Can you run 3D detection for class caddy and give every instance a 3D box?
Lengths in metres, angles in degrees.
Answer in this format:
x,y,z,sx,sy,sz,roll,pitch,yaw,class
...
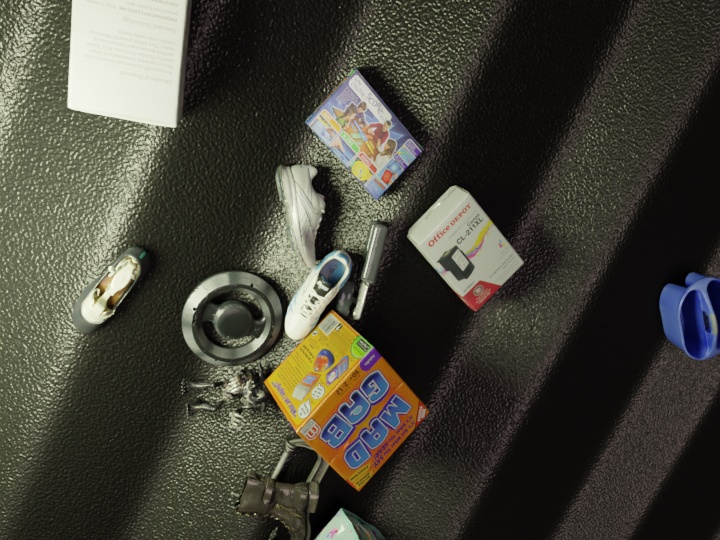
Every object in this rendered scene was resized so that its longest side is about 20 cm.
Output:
x,y,z,sx,sy,sz,roll,pitch,yaw,class
0.779,0.104,1.439,0.138,0.105,0.204,-24,111,-4,caddy

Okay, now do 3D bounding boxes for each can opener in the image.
x,y,z,sx,sy,sz,roll,pitch,yaw,class
0.000,0.000,1.248,0.065,0.053,0.206,10,103,-17,can opener

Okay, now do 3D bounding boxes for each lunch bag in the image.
x,y,z,sx,sy,sz,roll,pitch,yaw,class
-0.027,0.650,1.400,0.170,0.122,0.200,-44,136,-1,lunch bag

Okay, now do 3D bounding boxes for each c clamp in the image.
x,y,z,sx,sy,sz,roll,pitch,yaw,class
-0.159,0.441,1.356,0.168,0.027,0.203,31,98,-20,c clamp

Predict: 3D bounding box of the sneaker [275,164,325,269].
x,y,z,sx,sy,sz,roll,pitch,yaw,class
-0.102,-0.102,1.185,0.085,0.074,0.206,-13,110,-14,sneaker

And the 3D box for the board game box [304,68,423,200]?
x,y,z,sx,sy,sz,roll,pitch,yaw,class
0.009,-0.254,1.183,0.135,0.034,0.200,-44,111,1,board game box

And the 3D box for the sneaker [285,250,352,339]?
x,y,z,sx,sy,sz,roll,pitch,yaw,class
-0.087,0.046,1.225,0.071,0.072,0.202,34,93,3,sneaker

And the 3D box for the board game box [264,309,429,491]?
x,y,z,sx,sy,sz,roll,pitch,yaw,class
-0.030,0.243,1.208,0.200,0.199,0.201,-44,120,-7,board game box

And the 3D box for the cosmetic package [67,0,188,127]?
x,y,z,sx,sy,sz,roll,pitch,yaw,class
-0.359,-0.351,0.995,0.161,0.168,0.206,6,106,-15,cosmetic package

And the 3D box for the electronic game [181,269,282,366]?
x,y,z,sx,sy,sz,roll,pitch,yaw,class
-0.248,0.095,1.222,0.194,0.042,0.206,-8,115,-16,electronic game

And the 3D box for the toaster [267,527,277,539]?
x,y,z,sx,sy,sz,roll,pitch,yaw,class
-0.201,0.710,1.348,0.200,0.181,0.118,-45,114,4,toaster

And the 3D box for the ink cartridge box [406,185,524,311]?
x,y,z,sx,sy,sz,roll,pitch,yaw,class
0.211,-0.045,1.270,0.146,0.083,0.200,-44,112,3,ink cartridge box

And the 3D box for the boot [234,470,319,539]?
x,y,z,sx,sy,sz,roll,pitch,yaw,class
-0.184,0.510,1.337,0.169,0.070,0.205,8,113,-13,boot

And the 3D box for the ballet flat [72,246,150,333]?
x,y,z,sx,sy,sz,roll,pitch,yaw,class
-0.460,0.040,1.141,0.073,0.073,0.200,41,94,-21,ballet flat

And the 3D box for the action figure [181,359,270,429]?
x,y,z,sx,sy,sz,roll,pitch,yaw,class
-0.249,0.249,1.238,0.193,0.102,0.123,-5,106,-8,action figure
